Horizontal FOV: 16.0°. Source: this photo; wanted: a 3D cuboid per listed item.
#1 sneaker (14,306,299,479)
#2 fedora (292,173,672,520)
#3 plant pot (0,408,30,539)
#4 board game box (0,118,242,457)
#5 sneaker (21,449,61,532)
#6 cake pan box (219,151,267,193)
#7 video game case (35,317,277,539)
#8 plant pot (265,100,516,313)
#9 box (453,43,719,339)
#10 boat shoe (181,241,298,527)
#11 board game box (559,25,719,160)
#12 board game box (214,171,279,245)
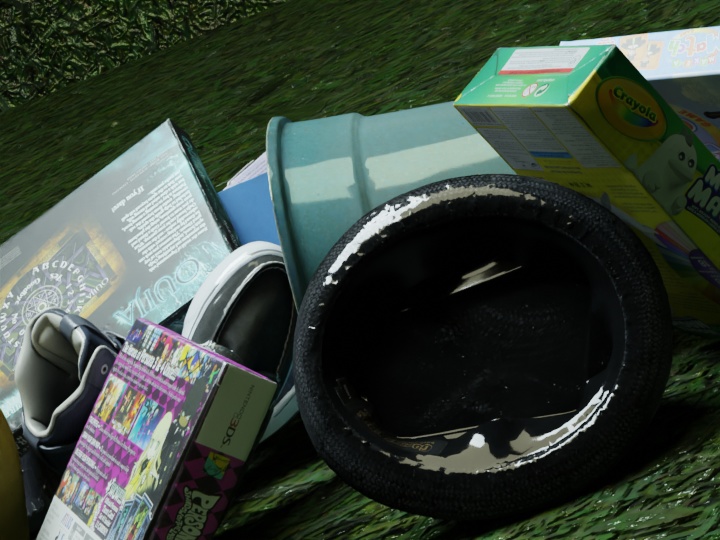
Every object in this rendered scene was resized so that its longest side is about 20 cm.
[{"bbox_3d":[-0.110,0.050,1.503,0.202,0.146,0.077,-46,42,-13],"label":"sneaker"},{"bbox_3d":[0.069,0.046,1.340,0.201,0.201,0.092,-23,-19,10],"label":"fedora"},{"bbox_3d":[-0.309,0.110,1.439,0.194,0.200,0.195,31,43,23],"label":"plant pot"},{"bbox_3d":[-0.169,0.013,1.607,0.200,0.028,0.135,-36,53,11],"label":"board game box"},{"bbox_3d":[-0.142,0.112,1.635,0.200,0.082,0.070,-40,37,21],"label":"sneaker"},{"bbox_3d":[0.001,-0.029,1.751,0.184,0.052,0.200,16,27,14],"label":"cake pan box"},{"bbox_3d":[-0.118,0.122,1.342,0.181,0.036,0.200,-67,18,-2],"label":"video game case"},{"bbox_3d":[0.068,-0.018,1.485,0.196,0.200,0.200,-15,14,7],"label":"plant pot"},{"bbox_3d":[0.151,-0.034,1.332,0.048,0.200,0.117,-50,24,-16],"label":"box"},{"bbox_3d":[-0.078,0.081,1.444,0.200,0.069,0.057,-66,23,-2],"label":"boat shoe"},{"bbox_3d":[0.238,-0.100,1.524,0.200,0.151,0.037,-2,69,36],"label":"board game box"},{"bbox_3d":[0.000,0.000,1.623,0.200,0.158,0.039,-24,-11,-10],"label":"board game box"}]
